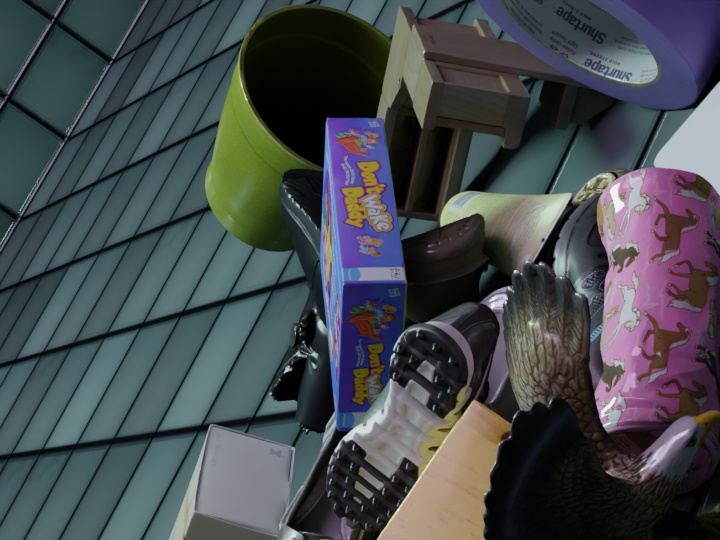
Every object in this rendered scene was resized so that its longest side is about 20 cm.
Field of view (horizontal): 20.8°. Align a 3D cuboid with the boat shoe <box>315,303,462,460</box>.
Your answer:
[{"bbox_3d":[0.029,0.087,1.501,0.200,0.073,0.066,-45,26,24],"label":"boat shoe"}]

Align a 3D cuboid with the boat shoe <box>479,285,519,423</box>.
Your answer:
[{"bbox_3d":[0.065,0.103,1.350,0.067,0.073,0.201,-9,-52,-56],"label":"boat shoe"}]

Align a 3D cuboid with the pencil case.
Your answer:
[{"bbox_3d":[0.179,0.036,1.184,0.082,0.087,0.201,-1,53,12],"label":"pencil case"}]

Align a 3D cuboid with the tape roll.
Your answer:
[{"bbox_3d":[0.180,-0.208,1.435,0.085,0.199,0.200,-59,20,-9],"label":"tape roll"}]

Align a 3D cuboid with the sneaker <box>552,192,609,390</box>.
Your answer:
[{"bbox_3d":[0.169,0.032,1.294,0.082,0.073,0.201,-15,48,38],"label":"sneaker"}]

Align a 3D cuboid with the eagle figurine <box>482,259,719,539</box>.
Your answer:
[{"bbox_3d":[0.125,0.111,1.044,0.151,0.200,0.152,-56,21,-9],"label":"eagle figurine"}]

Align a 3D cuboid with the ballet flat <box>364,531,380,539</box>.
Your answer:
[{"bbox_3d":[-0.036,0.229,1.445,0.074,0.074,0.201,-32,26,48],"label":"ballet flat"}]

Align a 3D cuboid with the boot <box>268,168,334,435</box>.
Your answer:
[{"bbox_3d":[-0.040,0.025,1.661,0.200,0.076,0.169,-119,41,-56],"label":"boot"}]

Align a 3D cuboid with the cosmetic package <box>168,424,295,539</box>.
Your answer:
[{"bbox_3d":[-0.115,0.230,1.516,0.104,0.073,0.201,-83,12,-55],"label":"cosmetic package"}]

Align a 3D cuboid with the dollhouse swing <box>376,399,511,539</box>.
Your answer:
[{"bbox_3d":[0.080,0.210,1.243,0.181,0.176,0.201,33,87,29],"label":"dollhouse swing"}]

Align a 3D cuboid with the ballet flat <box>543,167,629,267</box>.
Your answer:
[{"bbox_3d":[0.142,0.006,1.406,0.201,0.046,0.067,-61,20,-16],"label":"ballet flat"}]

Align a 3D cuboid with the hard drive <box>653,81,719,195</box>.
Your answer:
[{"bbox_3d":[0.264,-0.077,1.284,0.132,0.027,0.200,-50,21,16],"label":"hard drive"}]

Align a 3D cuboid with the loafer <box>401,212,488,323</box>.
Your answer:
[{"bbox_3d":[0.063,0.002,1.478,0.076,0.068,0.200,-19,0,-2],"label":"loafer"}]

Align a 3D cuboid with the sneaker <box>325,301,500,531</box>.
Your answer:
[{"bbox_3d":[0.042,0.095,1.290,0.090,0.066,0.201,-35,-22,-46],"label":"sneaker"}]

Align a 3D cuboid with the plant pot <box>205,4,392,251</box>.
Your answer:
[{"bbox_3d":[-0.060,-0.121,1.913,0.193,0.199,0.201,-51,16,50],"label":"plant pot"}]

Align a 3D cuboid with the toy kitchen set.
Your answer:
[{"bbox_3d":[0.106,-0.097,1.610,0.200,0.162,0.182,-104,24,-65],"label":"toy kitchen set"}]

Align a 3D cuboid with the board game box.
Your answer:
[{"bbox_3d":[0.000,0.000,1.430,0.201,0.044,0.135,-97,8,-51],"label":"board game box"}]

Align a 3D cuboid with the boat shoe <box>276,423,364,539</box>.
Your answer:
[{"bbox_3d":[-0.024,0.172,1.404,0.066,0.057,0.201,11,53,20],"label":"boat shoe"}]

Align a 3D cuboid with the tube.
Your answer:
[{"bbox_3d":[0.111,-0.030,1.506,0.200,0.052,0.058,-162,61,-76],"label":"tube"}]
